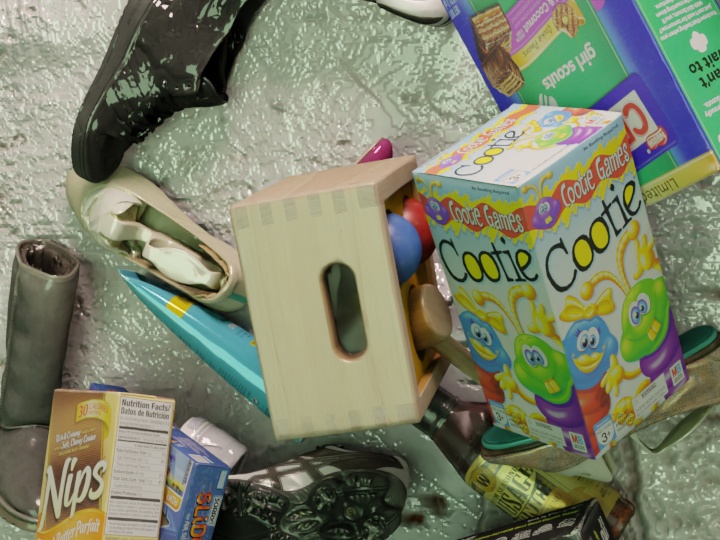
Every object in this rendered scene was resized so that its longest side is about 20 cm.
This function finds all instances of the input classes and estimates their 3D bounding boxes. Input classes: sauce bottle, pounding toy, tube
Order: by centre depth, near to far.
[{"bbox_3d":[0.018,0.029,0.951,0.140,0.184,0.203,-9,99,13],"label":"pounding toy"},{"bbox_3d":[0.112,0.149,1.041,0.199,0.066,0.067,33,111,13],"label":"sauce bottle"},{"bbox_3d":[-0.112,0.062,1.113,0.199,0.077,0.051,36,86,7],"label":"tube"}]

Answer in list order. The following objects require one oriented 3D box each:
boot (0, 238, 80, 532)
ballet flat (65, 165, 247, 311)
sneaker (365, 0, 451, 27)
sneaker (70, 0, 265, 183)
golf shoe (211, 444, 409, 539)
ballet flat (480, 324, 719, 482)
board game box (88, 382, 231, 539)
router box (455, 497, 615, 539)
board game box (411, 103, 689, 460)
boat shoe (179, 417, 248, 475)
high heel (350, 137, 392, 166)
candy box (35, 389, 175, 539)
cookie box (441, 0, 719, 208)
[{"bbox_3d":[-0.268,0.095,1.151,0.182,0.072,0.202,40,114,48],"label":"boot"},{"bbox_3d":[-0.174,-0.030,1.119,0.199,0.069,0.070,30,110,14],"label":"ballet flat"},{"bbox_3d":[-0.004,-0.267,1.007,0.198,0.076,0.117,24,104,5],"label":"sneaker"},{"bbox_3d":[-0.153,-0.149,1.086,0.103,0.060,0.202,25,99,17],"label":"sneaker"},{"bbox_3d":[-0.051,0.186,1.097,0.197,0.094,0.079,-5,105,21],"label":"golf shoe"},{"bbox_3d":[0.185,0.112,0.985,0.198,0.068,0.068,-26,104,8],"label":"ballet flat"},{"bbox_3d":[-0.184,0.188,1.112,0.199,0.034,0.137,24,100,52],"label":"board game box"},{"bbox_3d":[0.138,0.283,0.996,0.149,0.062,0.202,-21,96,27],"label":"router box"},{"bbox_3d":[0.129,0.005,0.908,0.102,0.104,0.202,13,130,52],"label":"board game box"},{"bbox_3d":[-0.147,0.225,1.163,0.068,0.072,0.202,24,100,15],"label":"boat shoe"},{"bbox_3d":[0.000,0.000,1.056,0.095,0.067,0.201,32,109,8],"label":"high heel"},{"bbox_3d":[-0.205,0.196,1.062,0.115,0.055,0.203,-5,78,51],"label":"candy box"},{"bbox_3d":[0.163,-0.140,0.912,0.202,0.075,0.171,61,151,1],"label":"cookie box"}]
